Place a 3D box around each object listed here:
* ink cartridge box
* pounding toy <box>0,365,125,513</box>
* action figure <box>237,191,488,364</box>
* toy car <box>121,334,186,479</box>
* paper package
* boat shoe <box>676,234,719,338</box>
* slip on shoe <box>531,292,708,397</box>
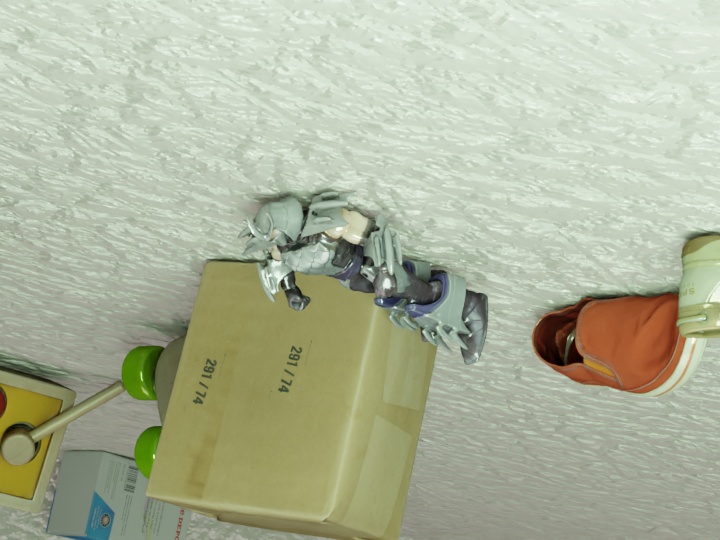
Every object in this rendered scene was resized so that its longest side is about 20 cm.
[{"bbox_3d":[-0.411,0.407,2.822,0.199,0.147,0.146,22,161,-36],"label":"ink cartridge box"},{"bbox_3d":[-0.423,0.191,1.981,0.199,0.185,0.142,19,176,-29],"label":"pounding toy"},{"bbox_3d":[0.000,0.000,1.116,0.200,0.070,0.130,26,165,-36],"label":"action figure"},{"bbox_3d":[-0.107,0.127,1.628,0.164,0.159,0.200,-4,-173,39],"label":"toy car"},{"bbox_3d":[-0.049,0.099,1.267,0.190,0.201,0.103,2,163,34],"label":"paper package"},{"bbox_3d":[0.294,0.024,0.995,0.199,0.063,0.073,7,165,12],"label":"boat shoe"},{"bbox_3d":[0.186,0.050,1.168,0.061,0.074,0.200,19,169,-19],"label":"slip on shoe"}]
